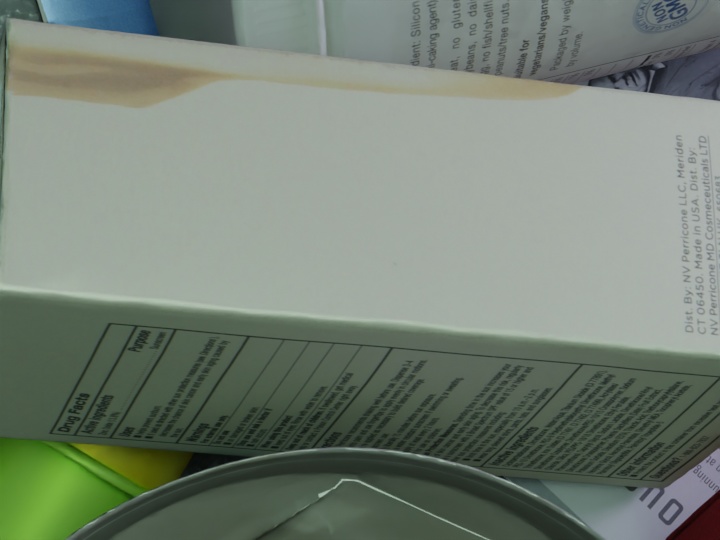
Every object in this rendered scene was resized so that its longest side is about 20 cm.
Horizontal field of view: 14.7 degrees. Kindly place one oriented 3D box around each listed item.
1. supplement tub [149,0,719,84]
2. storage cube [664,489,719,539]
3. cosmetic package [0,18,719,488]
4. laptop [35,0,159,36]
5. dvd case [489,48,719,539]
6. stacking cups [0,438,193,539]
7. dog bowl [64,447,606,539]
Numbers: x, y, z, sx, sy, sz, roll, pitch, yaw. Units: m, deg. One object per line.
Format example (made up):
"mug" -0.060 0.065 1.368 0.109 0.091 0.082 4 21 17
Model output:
"supplement tub" 0.044 -0.114 0.743 0.199 0.132 0.133 -13 87 -13
"storage cube" 0.199 0.099 0.659 0.170 0.180 0.201 -9 68 -22
"cosmetic package" 0.000 0.000 0.688 0.199 0.105 0.071 6 67 -16
"laptop" -0.020 -0.186 0.773 0.186 0.201 0.116 -17 54 -13
"dvd case" 0.102 -0.001 0.789 0.150 0.025 0.200 43 66 6
"stacking cups" -0.103 0.101 0.743 0.060 0.060 0.201 30 84 -7
"dog bowl" -0.007 0.139 0.645 0.199 0.059 0.201 0 90 -3
